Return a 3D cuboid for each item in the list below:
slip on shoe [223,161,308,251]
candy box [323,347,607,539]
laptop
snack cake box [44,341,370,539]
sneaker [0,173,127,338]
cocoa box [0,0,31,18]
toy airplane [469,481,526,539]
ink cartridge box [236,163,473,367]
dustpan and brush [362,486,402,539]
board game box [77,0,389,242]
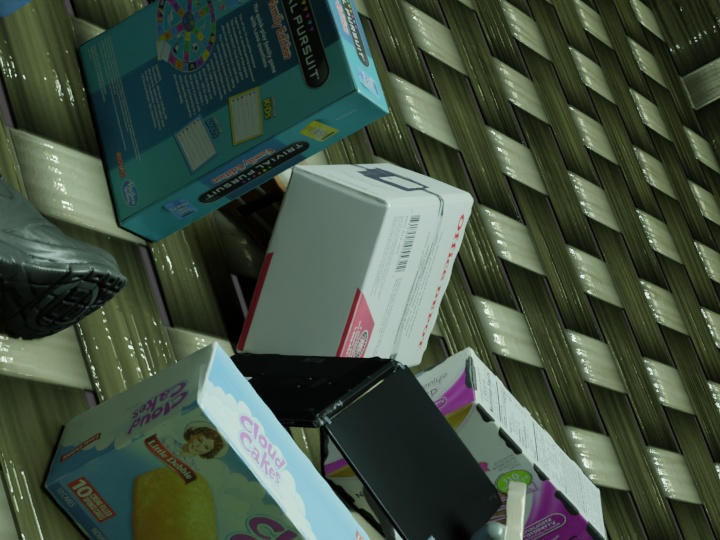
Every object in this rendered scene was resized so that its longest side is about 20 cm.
[{"bbox_3d":[-0.081,-0.084,1.575,0.200,0.076,0.061,48,30,-42],"label":"slip on shoe"},{"bbox_3d":[0.081,0.162,1.578,0.200,0.136,0.061,47,25,-35],"label":"candy box"},{"bbox_3d":[-0.022,0.124,1.374,0.177,0.198,0.104,-28,117,-70],"label":"laptop"},{"bbox_3d":[-0.079,0.154,1.235,0.200,0.115,0.067,53,23,-23],"label":"snack cake box"},{"bbox_3d":[-0.208,-0.019,1.207,0.200,0.076,0.091,24,36,-62],"label":"sneaker"},{"bbox_3d":[-0.243,-0.297,1.364,0.200,0.133,0.132,48,26,-33],"label":"cocoa box"},{"bbox_3d":[0.084,0.253,1.271,0.200,0.140,0.201,-37,118,-63],"label":"toy airplane"},{"bbox_3d":[0.000,0.000,1.557,0.084,0.146,0.200,21,10,18],"label":"ink cartridge box"},{"bbox_3d":[0.031,0.229,1.484,0.201,0.057,0.140,62,21,-2],"label":"dustpan and brush"},{"bbox_3d":[-0.091,-0.132,1.434,0.047,0.199,0.152,29,39,-56],"label":"board game box"}]
